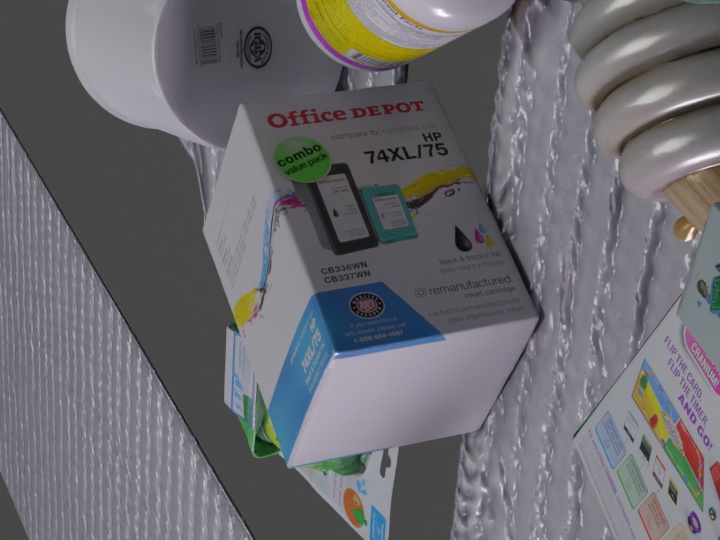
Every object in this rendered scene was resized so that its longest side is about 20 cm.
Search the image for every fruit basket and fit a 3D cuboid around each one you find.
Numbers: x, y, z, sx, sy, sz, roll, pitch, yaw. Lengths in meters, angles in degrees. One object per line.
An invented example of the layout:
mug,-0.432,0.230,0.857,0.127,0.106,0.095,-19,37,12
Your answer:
fruit basket,-0.032,0.101,1.386,0.200,0.093,0.186,46,139,50

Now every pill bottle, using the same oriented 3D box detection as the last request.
pill bottle,0.039,-0.190,1.093,0.200,0.104,0.105,166,95,-67

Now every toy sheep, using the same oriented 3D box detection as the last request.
toy sheep,0.158,-0.102,0.799,0.138,0.137,0.201,136,122,-63

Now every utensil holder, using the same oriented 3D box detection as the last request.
utensil holder,-0.122,-0.184,1.408,0.200,0.169,0.171,25,120,60

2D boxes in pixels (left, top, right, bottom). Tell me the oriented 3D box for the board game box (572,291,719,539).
board game box,0.187,0.103,0.921,0.200,0.040,0.154,116,140,-54

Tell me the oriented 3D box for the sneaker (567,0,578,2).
sneaker,0.129,-0.210,0.932,0.071,0.075,0.201,94,178,-52

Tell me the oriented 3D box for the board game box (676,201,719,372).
board game box,0.232,0.046,0.655,0.200,0.147,0.064,-120,28,-42

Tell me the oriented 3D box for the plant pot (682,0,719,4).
plant pot,0.185,-0.209,0.690,0.200,0.134,0.201,172,90,-68

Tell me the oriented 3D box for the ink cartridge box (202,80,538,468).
ink cartridge box,0.000,0.000,1.198,0.146,0.146,0.201,112,142,-52
